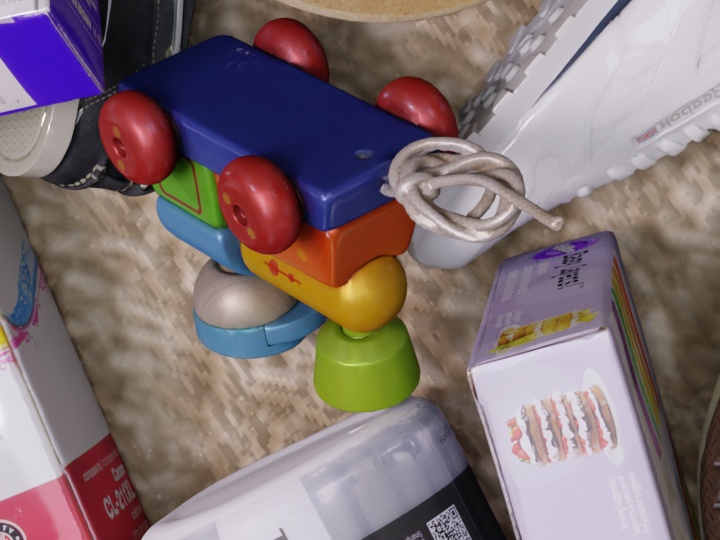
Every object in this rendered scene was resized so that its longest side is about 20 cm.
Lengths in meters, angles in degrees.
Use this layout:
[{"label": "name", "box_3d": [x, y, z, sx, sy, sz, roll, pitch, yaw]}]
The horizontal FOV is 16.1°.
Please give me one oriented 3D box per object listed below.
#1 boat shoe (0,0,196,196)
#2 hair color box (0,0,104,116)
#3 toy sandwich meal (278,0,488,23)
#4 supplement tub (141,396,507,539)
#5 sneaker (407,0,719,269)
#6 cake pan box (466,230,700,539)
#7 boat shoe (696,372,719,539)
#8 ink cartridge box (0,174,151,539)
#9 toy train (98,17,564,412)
[{"label": "boat shoe", "box_3d": [-0.081, -0.126, 0.928, 0.068, 0.072, 0.200, 13, 91, -31]}, {"label": "hair color box", "box_3d": [-0.154, -0.149, 0.883, 0.109, 0.065, 0.200, -12, 63, 9]}, {"label": "toy sandwich meal", "box_3d": [0.013, -0.182, 0.867, 0.205, 0.070, 0.205, 2, 79, -12]}, {"label": "supplement tub", "box_3d": [0.015, 0.157, 0.905, 0.122, 0.123, 0.200, -27, 91, 10]}, {"label": "sneaker", "box_3d": [0.096, -0.067, 0.899, 0.080, 0.076, 0.200, 40, 104, -13]}, {"label": "cake pan box", "box_3d": [0.088, 0.099, 0.852, 0.052, 0.184, 0.200, -15, 97, 11]}, {"label": "boat shoe", "box_3d": [0.160, 0.032, 0.885, 0.075, 0.075, 0.203, 9, 84, 8]}, {"label": "ink cartridge box", "box_3d": [-0.184, 0.042, 0.941, 0.146, 0.083, 0.200, -22, 92, 10]}, {"label": "toy train", "box_3d": [0.000, 0.000, 0.863, 0.200, 0.085, 0.116, 29, 138, 44]}]
